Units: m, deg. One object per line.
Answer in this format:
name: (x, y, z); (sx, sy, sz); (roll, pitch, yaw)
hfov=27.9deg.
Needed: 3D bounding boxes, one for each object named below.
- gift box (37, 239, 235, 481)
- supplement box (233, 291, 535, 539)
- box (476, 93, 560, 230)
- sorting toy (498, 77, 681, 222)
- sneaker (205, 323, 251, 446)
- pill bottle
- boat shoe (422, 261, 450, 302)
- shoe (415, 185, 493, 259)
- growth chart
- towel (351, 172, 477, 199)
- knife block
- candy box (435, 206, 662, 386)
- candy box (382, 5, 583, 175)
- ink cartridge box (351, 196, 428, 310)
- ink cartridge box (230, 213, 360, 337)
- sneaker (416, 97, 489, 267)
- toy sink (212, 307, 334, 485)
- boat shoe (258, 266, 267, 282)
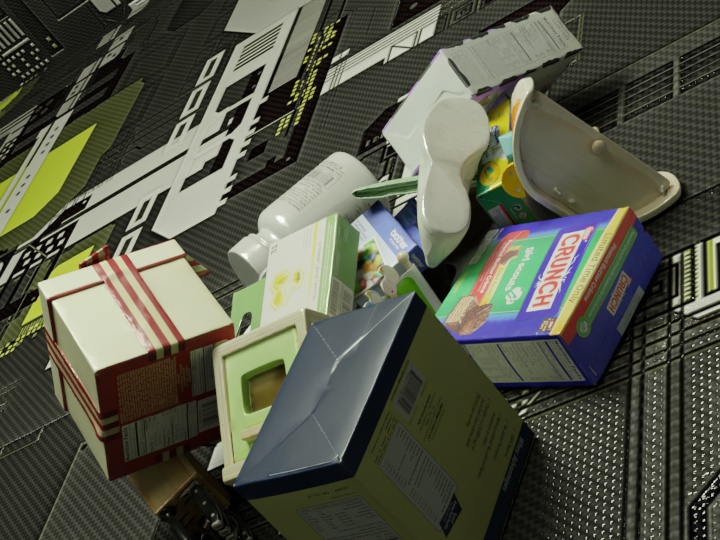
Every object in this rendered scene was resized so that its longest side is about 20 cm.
gift box: (-0.229, 0.090, 1.573); (0.199, 0.186, 0.187); (-16, 41, -27)
supplement box: (0.028, 0.169, 1.302); (0.134, 0.200, 0.201); (-18, 34, 40)
box: (0.179, -0.105, 1.625); (0.048, 0.118, 0.201); (-27, 28, 26)
sorting toy: (0.222, -0.129, 1.561); (0.107, 0.199, 0.180); (-53, 15, 20)
sneaker: (-0.113, 0.116, 1.663); (0.115, 0.076, 0.201); (-10, 38, 52)
pill bottle: (-0.067, -0.050, 1.857); (0.200, 0.115, 0.114); (-40, 24, -19)
boat shoe: (0.042, 0.054, 1.617); (0.074, 0.076, 0.201); (-24, 29, 38)
shoe: (0.077, -0.035, 1.709); (0.200, 0.070, 0.053); (-41, 33, 7)
growth chart: (0.046, 0.085, 1.484); (0.018, 0.145, 0.201); (-23, 28, 39)
towel: (0.086, -0.103, 1.705); (0.151, 0.024, 0.200); (-8, 4, 15)
knife block: (-0.198, 0.234, 1.560); (0.064, 0.200, 0.176); (-43, -4, -6)
candy box: (0.179, 0.031, 1.454); (0.199, 0.077, 0.170); (-6, 42, 49)
candy box: (0.146, -0.217, 1.742); (0.199, 0.072, 0.168); (-27, -15, -36)
ink cartridge box: (0.000, 0.000, 1.616); (0.200, 0.042, 0.119); (-40, 35, 2)
ink cartridge box: (-0.091, 0.038, 1.596); (0.199, 0.048, 0.147); (-24, 45, 33)
sneaker: (0.089, -0.096, 1.564); (0.089, 0.075, 0.201); (104, 180, -55)
toy sink: (-0.061, 0.159, 1.444); (0.130, 0.112, 0.202); (-23, 63, 32)
boat shoe: (-0.038, -0.004, 1.766); (0.199, 0.070, 0.066); (-22, 6, -21)
